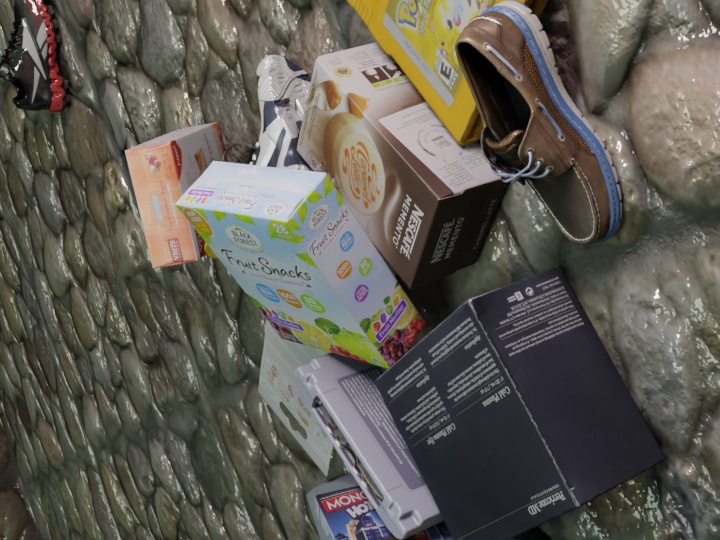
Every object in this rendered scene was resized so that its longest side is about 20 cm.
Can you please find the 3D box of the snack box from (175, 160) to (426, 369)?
[{"bbox_3d":[-0.056,-0.006,1.087,0.168,0.068,0.200,10,143,47],"label":"snack box"}]

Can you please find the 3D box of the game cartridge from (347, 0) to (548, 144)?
[{"bbox_3d":[0.065,-0.236,0.976,0.200,0.032,0.177,54,145,25],"label":"game cartridge"}]

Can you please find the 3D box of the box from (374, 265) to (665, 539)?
[{"bbox_3d":[0.128,0.127,0.996,0.183,0.104,0.200,64,149,13],"label":"box"}]

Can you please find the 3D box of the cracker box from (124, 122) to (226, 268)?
[{"bbox_3d":[-0.200,-0.092,1.340,0.200,0.057,0.135,-57,-43,-73],"label":"cracker box"}]

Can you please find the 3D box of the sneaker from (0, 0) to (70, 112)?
[{"bbox_3d":[-0.514,-0.338,1.784,0.071,0.098,0.201,22,123,54],"label":"sneaker"}]

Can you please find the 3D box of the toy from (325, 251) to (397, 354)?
[{"bbox_3d":[0.000,0.000,1.191,0.115,0.047,0.200,56,141,31],"label":"toy"}]

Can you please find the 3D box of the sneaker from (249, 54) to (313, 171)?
[{"bbox_3d":[-0.091,-0.113,1.196,0.129,0.079,0.200,-36,68,36],"label":"sneaker"}]

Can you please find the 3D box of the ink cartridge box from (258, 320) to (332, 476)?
[{"bbox_3d":[-0.055,0.113,1.341,0.163,0.057,0.201,46,146,36],"label":"ink cartridge box"}]

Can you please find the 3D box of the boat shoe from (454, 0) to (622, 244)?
[{"bbox_3d":[0.128,-0.101,0.883,0.072,0.072,0.200,-21,100,56],"label":"boat shoe"}]

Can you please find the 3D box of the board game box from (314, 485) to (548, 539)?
[{"bbox_3d":[0.063,0.251,1.122,0.200,0.199,0.062,-124,32,-50],"label":"board game box"}]

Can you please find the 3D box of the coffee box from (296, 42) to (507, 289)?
[{"bbox_3d":[0.032,-0.099,1.053,0.200,0.079,0.115,51,145,31],"label":"coffee box"}]

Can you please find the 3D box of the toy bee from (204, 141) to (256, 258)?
[{"bbox_3d":[-0.128,-0.068,1.278,0.200,0.131,0.109,38,179,24],"label":"toy bee"}]

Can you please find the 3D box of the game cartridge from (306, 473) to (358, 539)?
[{"bbox_3d":[0.004,0.305,1.359,0.200,0.041,0.134,-19,94,59],"label":"game cartridge"}]

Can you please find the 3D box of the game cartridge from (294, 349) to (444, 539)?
[{"bbox_3d":[0.039,0.155,1.124,0.200,0.133,0.041,54,146,28],"label":"game cartridge"}]
